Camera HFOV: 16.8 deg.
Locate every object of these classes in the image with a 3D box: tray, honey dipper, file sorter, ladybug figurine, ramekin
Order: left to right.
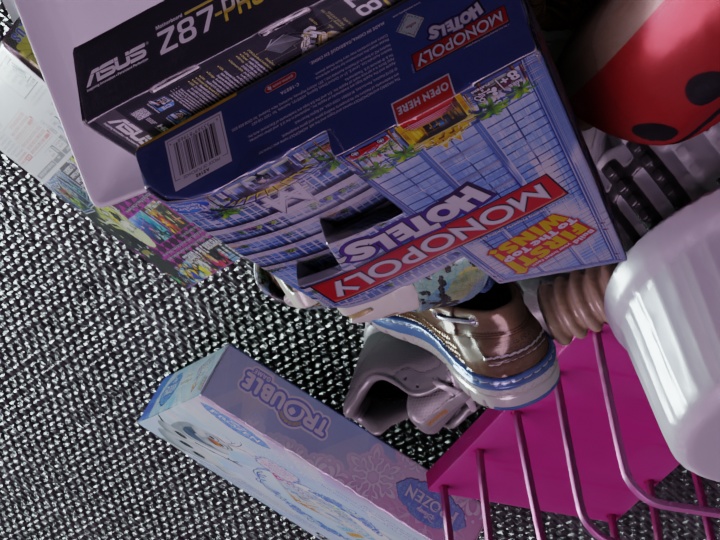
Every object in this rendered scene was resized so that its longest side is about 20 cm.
[{"bbox_3d":[-0.128,-0.141,1.259,0.107,0.022,0.201,-17,96,33],"label":"tray"},{"bbox_3d":[0.151,0.135,1.436,0.138,0.126,0.200,11,142,-25],"label":"file sorter"},{"bbox_3d":[0.191,-0.014,1.323,0.199,0.038,0.038,-25,122,20],"label":"honey dipper"},{"bbox_3d":[0.175,-0.124,1.152,0.200,0.136,0.072,-43,73,32],"label":"ladybug figurine"},{"bbox_3d":[0.235,0.031,1.267,0.199,0.098,0.201,-12,152,-6],"label":"ramekin"}]

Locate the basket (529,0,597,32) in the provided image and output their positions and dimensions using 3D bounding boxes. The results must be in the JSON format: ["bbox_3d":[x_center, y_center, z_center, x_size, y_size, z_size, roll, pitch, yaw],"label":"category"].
[{"bbox_3d":[0.128,-0.189,1.112,0.149,0.143,0.200,31,142,-5],"label":"basket"}]

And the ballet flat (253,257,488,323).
[{"bbox_3d":[0.000,0.000,1.307,0.074,0.074,0.200,42,164,-19],"label":"ballet flat"}]

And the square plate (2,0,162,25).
[{"bbox_3d":[-0.127,-0.112,1.359,0.198,0.028,0.200,31,164,18],"label":"square plate"}]

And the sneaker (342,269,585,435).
[{"bbox_3d":[0.072,0.057,1.469,0.199,0.092,0.076,-19,125,42],"label":"sneaker"}]

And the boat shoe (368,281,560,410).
[{"bbox_3d":[0.048,0.003,1.394,0.200,0.072,0.073,35,147,49],"label":"boat shoe"}]

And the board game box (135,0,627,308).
[{"bbox_3d":[0.033,-0.040,1.142,0.199,0.062,0.200,-27,148,20],"label":"board game box"}]

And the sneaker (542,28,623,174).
[{"bbox_3d":[0.098,-0.071,1.300,0.078,0.100,0.201,15,141,13],"label":"sneaker"}]

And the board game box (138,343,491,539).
[{"bbox_3d":[-0.035,0.127,1.597,0.200,0.043,0.199,33,165,-10],"label":"board game box"}]

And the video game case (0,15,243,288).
[{"bbox_3d":[-0.141,-0.066,1.401,0.181,0.036,0.200,38,164,-8],"label":"video game case"}]

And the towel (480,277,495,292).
[{"bbox_3d":[0.006,-0.069,1.341,0.200,0.048,0.112,32,155,43],"label":"towel"}]

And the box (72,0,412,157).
[{"bbox_3d":[-0.016,-0.082,1.161,0.161,0.049,0.200,-23,150,23],"label":"box"}]

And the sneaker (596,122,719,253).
[{"bbox_3d":[0.208,-0.083,1.258,0.200,0.081,0.075,-39,73,32],"label":"sneaker"}]
